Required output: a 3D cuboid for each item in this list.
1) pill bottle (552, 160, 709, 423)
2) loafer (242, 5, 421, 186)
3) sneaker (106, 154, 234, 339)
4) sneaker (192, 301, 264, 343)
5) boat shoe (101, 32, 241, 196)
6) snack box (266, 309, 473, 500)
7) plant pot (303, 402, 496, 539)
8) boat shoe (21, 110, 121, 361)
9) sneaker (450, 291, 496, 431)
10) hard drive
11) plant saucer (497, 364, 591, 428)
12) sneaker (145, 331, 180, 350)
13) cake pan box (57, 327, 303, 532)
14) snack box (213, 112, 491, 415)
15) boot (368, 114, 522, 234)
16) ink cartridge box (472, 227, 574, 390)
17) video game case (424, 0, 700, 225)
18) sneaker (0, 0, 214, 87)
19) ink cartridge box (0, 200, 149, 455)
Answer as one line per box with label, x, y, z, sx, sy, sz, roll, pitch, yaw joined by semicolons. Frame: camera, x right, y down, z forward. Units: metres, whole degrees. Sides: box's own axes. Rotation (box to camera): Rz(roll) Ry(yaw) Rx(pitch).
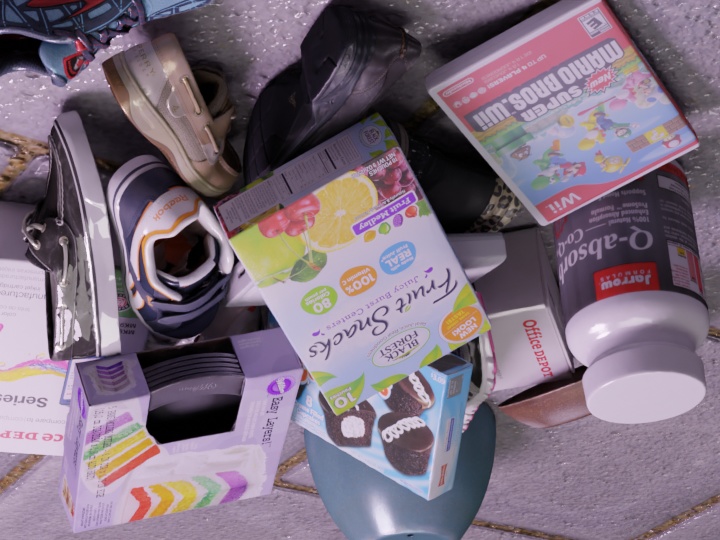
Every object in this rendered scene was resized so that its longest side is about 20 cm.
pill bottle;0.217;0.012;1.542;0.115;0.201;0.116;-3;151;-2
loafer;-0.027;-0.116;1.422;0.072;0.073;0.200;7;150;-28
sneaker;-0.141;0.003;1.493;0.078;0.079;0.200;-38;146;-16
sneaker;-0.099;0.071;1.683;0.070;0.093;0.200;-38;168;-22
boat shoe;-0.121;-0.114;1.414;0.065;0.072;0.200;-31;154;5
snack box;0.001;0.094;1.596;0.037;0.200;0.117;-18;124;-44
plant pot;0.044;0.221;1.962;0.199;0.135;0.200;-3;151;-1
boat shoe;-0.225;-0.022;1.475;0.063;0.071;0.201;-10;112;-14
sneaker;0.058;0.084;1.611;0.087;0.074;0.200;-2;152;-12
hard drive;0.000;0.000;1.541;0.199;0.026;0.132;-3;166;-20
plant saucer;0.224;0.103;1.770;0.200;0.037;0.200;-22;179;0
sneaker;-0.191;0.070;1.718;0.073;0.085;0.200;24;138;-37
cake pan box;-0.150;0.131;1.594;0.183;0.052;0.200;-10;144;-22
snack box;-0.002;-0.002;1.439;0.142;0.053;0.200;-28;129;1
boot;0.019;-0.045;1.551;0.153;0.074;0.203;14;148;-34
ink cartridge box;0.078;0.046;1.704;0.199;0.085;0.146;-10;149;10
video game case;0.155;-0.119;1.445;0.143;0.018;0.200;-28;140;16
sneaker;-0.185;-0.163;1.292;0.199;0.096;0.079;-10;151;12
ink cartridge box;-0.257;0.053;1.603;0.145;0.088;0.201;7;125;-19
